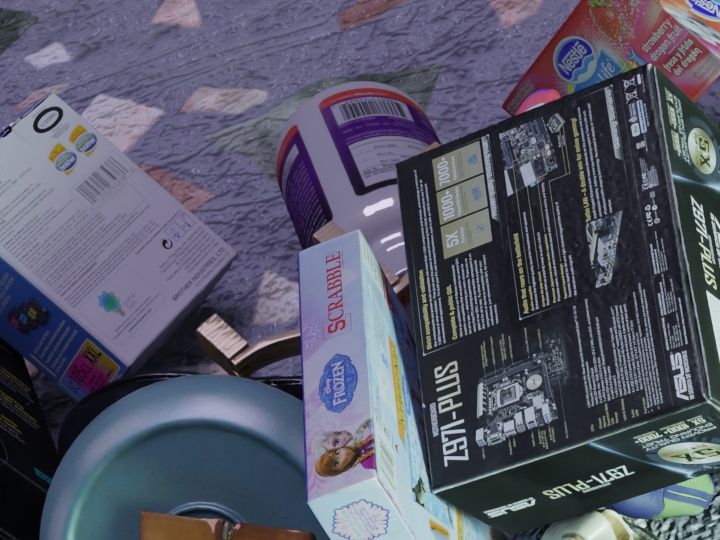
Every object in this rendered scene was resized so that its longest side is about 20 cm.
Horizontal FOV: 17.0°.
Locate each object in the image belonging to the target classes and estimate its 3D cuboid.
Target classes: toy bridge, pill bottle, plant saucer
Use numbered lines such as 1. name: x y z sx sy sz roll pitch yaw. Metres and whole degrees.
1. toy bridge: 0.000 0.000 1.421 0.200 0.027 0.067 -38 59 -20
2. pill bottle: 0.017 -0.026 1.539 0.111 0.112 0.200 -23 37 1
3. plant saucer: -0.083 0.158 1.315 0.200 0.201 0.027 -16 1 10

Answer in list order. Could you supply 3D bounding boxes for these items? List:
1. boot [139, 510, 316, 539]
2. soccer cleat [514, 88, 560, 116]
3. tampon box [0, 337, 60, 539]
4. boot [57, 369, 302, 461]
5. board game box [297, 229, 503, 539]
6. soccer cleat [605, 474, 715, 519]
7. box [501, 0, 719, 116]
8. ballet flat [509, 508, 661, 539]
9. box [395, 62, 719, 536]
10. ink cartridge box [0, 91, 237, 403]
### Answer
1. boot: -0.122 0.224 1.264 0.188 0.068 0.201 -2 76 26
2. soccer cleat: 0.078 -0.021 1.417 0.076 0.067 0.200 4 65 19
3. tampon box: -0.285 0.101 1.491 0.126 0.150 0.200 -44 35 9
4. boot: -0.111 0.104 1.417 0.200 0.077 0.168 -6 4 16
5. board game box: 0.026 0.114 1.289 0.041 0.200 0.200 -21 36 13
6. soccer cleat: 0.140 0.090 1.384 0.065 0.084 0.200 -64 21 11
7. box: 0.181 -0.145 1.520 0.095 0.200 0.100 41 62 2
8. ballet flat: 0.144 0.162 1.276 0.072 0.072 0.200 -38 39 -18
9. box: 0.116 0.017 1.278 0.164 0.086 0.200 -21 59 26
10. ink cartridge box: -0.200 -0.023 1.572 0.136 0.200 0.076 -48 0 -43
